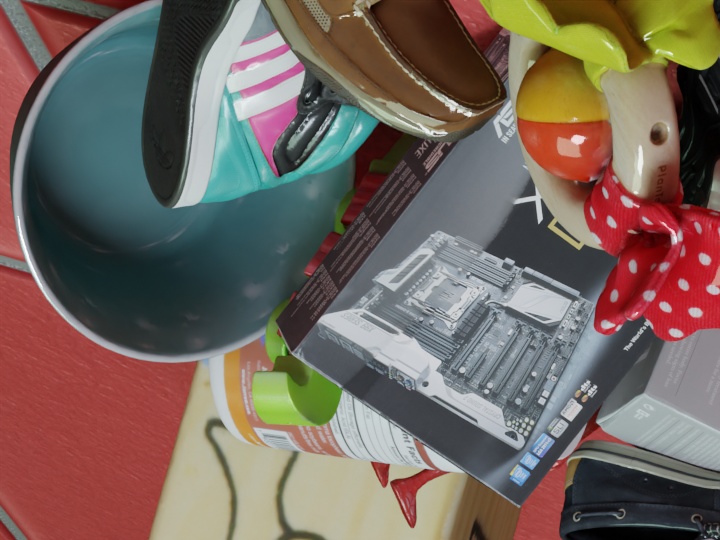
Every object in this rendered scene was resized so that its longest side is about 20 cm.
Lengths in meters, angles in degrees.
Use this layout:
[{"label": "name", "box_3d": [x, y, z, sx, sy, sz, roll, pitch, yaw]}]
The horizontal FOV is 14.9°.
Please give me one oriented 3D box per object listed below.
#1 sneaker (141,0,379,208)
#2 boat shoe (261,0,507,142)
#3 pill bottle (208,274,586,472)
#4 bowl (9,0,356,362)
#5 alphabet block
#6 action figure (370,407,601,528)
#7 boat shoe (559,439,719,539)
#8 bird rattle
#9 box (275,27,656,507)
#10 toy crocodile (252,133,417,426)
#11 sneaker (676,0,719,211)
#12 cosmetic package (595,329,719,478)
[{"label": "sneaker", "box_3d": [-0.034, -0.120, 1.412, 0.120, 0.084, 0.200, -6, 133, -28]}, {"label": "boat shoe", "box_3d": [-0.007, -0.146, 1.263, 0.200, 0.076, 0.074, 46, 130, 10]}, {"label": "pill bottle", "box_3d": [0.025, 0.053, 1.547, 0.199, 0.113, 0.112, 5, 151, 26]}, {"label": "bowl", "box_3d": [-0.113, -0.058, 1.514, 0.201, 0.201, 0.105, 38, 173, -29]}, {"label": "alphabet block", "box_3d": [-0.012, 0.158, 1.756, 0.195, 0.201, 0.196, 18, -175, 19]}, {"label": "action figure", "box_3d": [0.104, 0.082, 1.605, 0.065, 0.200, 0.052, 51, 167, 54]}, {"label": "boat shoe", "box_3d": [0.198, 0.147, 1.509, 0.199, 0.062, 0.075, 13, 156, 27]}, {"label": "bird rattle", "box_3d": [0.121, -0.066, 1.279, 0.163, 0.112, 0.201, 29, 139, 66]}, {"label": "box", "box_3d": [0.079, -0.002, 1.409, 0.158, 0.200, 0.050, 35, -171, -23]}, {"label": "toy crocodile", "box_3d": [0.000, 0.000, 1.478, 0.067, 0.200, 0.062, 15, 156, 37]}, {"label": "sneaker", "box_3d": [0.193, -0.074, 1.308, 0.079, 0.074, 0.200, -12, 151, -14]}, {"label": "cosmetic package", "box_3d": [0.247, 0.078, 1.520, 0.200, 0.107, 0.090, 29, 159, -6]}]
